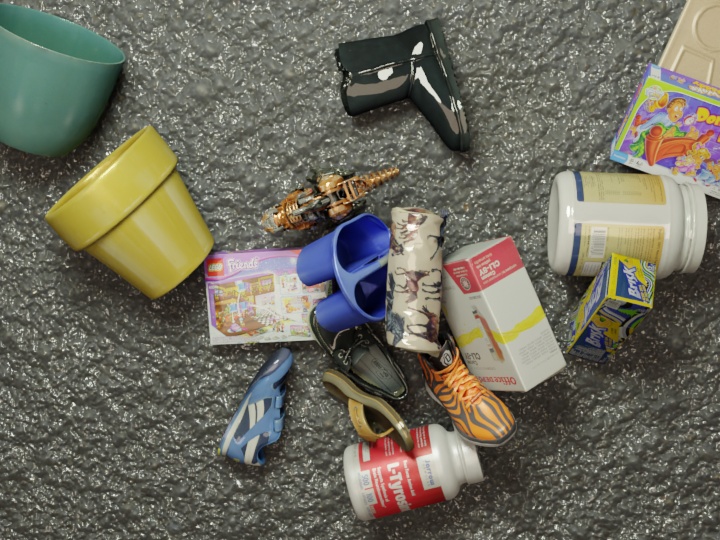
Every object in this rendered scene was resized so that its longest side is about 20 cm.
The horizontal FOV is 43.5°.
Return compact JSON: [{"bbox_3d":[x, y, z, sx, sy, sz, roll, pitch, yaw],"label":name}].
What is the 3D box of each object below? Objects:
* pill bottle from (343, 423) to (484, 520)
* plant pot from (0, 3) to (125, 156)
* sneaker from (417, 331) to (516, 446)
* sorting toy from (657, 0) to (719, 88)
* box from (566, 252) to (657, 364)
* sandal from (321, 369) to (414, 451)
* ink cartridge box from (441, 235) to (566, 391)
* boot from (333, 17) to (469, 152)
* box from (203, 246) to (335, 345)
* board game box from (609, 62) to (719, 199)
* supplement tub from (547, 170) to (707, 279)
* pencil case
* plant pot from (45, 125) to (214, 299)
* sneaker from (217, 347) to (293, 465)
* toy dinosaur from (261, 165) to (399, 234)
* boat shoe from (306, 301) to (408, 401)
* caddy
[{"bbox_3d":[0.081,0.296,1.351,0.196,0.112,0.114,-16,96,7],"label":"pill bottle"},{"bbox_3d":[-0.454,-0.262,1.288,0.198,0.201,0.163,25,111,1],"label":"plant pot"},{"bbox_3d":[0.137,0.162,1.277,0.077,0.199,0.113,-37,129,-14],"label":"sneaker"},{"bbox_3d":[0.520,-0.291,1.278,0.182,0.036,0.203,24,95,1],"label":"sorting toy"},{"bbox_3d":[0.344,0.056,1.252,0.063,0.201,0.071,14,63,2],"label":"box"},{"bbox_3d":[0.004,0.213,1.324,0.054,0.081,0.199,-43,49,-19],"label":"sandal"},{"bbox_3d":[0.190,0.066,1.286,0.082,0.145,0.203,-27,95,-22],"label":"ink cartridge box"},{"bbox_3d":[0.058,-0.247,1.297,0.165,0.076,0.204,-17,89,3],"label":"boot"},{"bbox_3d":[-0.135,0.037,1.372,0.196,0.039,0.140,-3,98,5],"label":"box"},{"bbox_3d":[0.465,-0.187,1.253,0.197,0.045,0.136,20,130,5],"label":"board game box"},{"bbox_3d":[0.368,-0.062,1.262,0.196,0.144,0.148,3,98,5],"label":"supplement tub"},{"bbox_3d":[0.079,0.016,1.240,0.088,0.077,0.205,4,88,-29],"label":"pencil case"},{"bbox_3d":[-0.316,-0.072,1.305,0.200,0.201,0.190,-37,108,8],"label":"plant pot"},{"bbox_3d":[-0.144,0.210,1.382,0.081,0.074,0.202,29,106,-1],"label":"sneaker"},{"bbox_3d":[-0.041,-0.098,1.297,0.196,0.136,0.104,0,97,5],"label":"toy dinosaur"},{"bbox_3d":[0.001,0.125,1.333,0.074,0.066,0.200,-41,108,-3],"label":"boat shoe"},{"bbox_3d":[0.000,0.000,1.280,0.104,0.200,0.144,-21,96,29],"label":"caddy"}]
